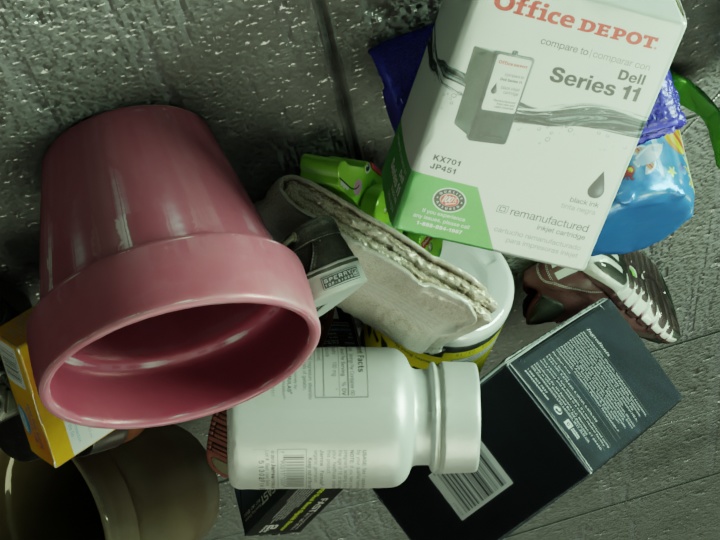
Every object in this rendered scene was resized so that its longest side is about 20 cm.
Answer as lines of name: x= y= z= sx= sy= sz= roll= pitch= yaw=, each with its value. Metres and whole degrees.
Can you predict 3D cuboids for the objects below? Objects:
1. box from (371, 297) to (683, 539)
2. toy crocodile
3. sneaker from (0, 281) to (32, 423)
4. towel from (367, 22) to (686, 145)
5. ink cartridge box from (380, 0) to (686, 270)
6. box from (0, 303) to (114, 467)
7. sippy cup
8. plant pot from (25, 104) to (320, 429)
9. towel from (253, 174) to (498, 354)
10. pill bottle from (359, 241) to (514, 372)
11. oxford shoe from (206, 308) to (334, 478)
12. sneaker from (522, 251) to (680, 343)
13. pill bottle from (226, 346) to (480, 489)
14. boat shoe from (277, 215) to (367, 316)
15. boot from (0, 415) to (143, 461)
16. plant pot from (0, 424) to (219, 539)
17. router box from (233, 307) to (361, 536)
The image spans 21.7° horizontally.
box: x=0.145 y=0.146 z=1.662 sx=0.200 sy=0.124 sz=0.197 roll=-42 pitch=172 yaw=35
toy crocodile: x=0.013 y=-0.050 z=1.490 sx=0.067 sy=0.062 sz=0.200 roll=10 pitch=164 yaw=33
sneaker: x=-0.307 y=0.052 z=1.433 sx=0.076 sy=0.114 sz=0.199 roll=-25 pitch=151 yaw=12
towel: x=0.121 y=-0.125 z=1.337 sx=0.200 sy=0.050 sz=0.148 roll=-22 pitch=117 yaw=7
ink cartridge box: x=0.113 y=-0.115 z=1.263 sx=0.146 sy=0.083 sz=0.200 roll=12 pitch=120 yaw=-11
box: x=-0.181 y=0.051 z=1.464 sx=0.200 sy=0.041 sz=0.119 roll=-34 pitch=131 yaw=-31
sippy cup: x=0.191 y=-0.087 z=1.440 sx=0.178 sy=0.130 sz=0.140 roll=-25 pitch=154 yaw=15
plant pot: x=-0.146 y=-0.008 z=1.332 sx=0.200 sy=0.179 sz=0.200 roll=-14 pitch=154 yaw=-7
towel: x=0.000 y=0.000 z=1.468 sx=0.200 sy=0.035 sz=0.133 roll=30 pitch=155 yaw=-12
pill bottle: x=0.060 y=0.055 z=1.660 sx=0.114 sy=0.114 sz=0.200 roll=-10 pitch=153 yaw=-15
oxford shoe: x=-0.071 y=0.086 z=1.603 sx=0.070 sy=0.075 sz=0.200 roll=27 pitch=106 yaw=-6
sneaker: x=0.215 y=0.027 z=1.763 sx=0.115 sy=0.076 sz=0.200 roll=-23 pitch=144 yaw=24
pill bottle: x=-0.006 y=0.118 z=1.514 sx=0.200 sy=0.114 sz=0.114 roll=0 pitch=153 yaw=-2
boat shoe: x=-0.057 y=0.009 z=1.432 sx=0.071 sy=0.064 sz=0.200 roll=-19 pitch=173 yaw=-31
boot: x=-0.210 y=0.103 z=1.650 sx=0.200 sy=0.069 sz=0.188 roll=-20 pitch=-172 yaw=-43
plant pot: x=-0.233 y=0.218 z=1.755 sx=0.173 sy=0.200 sz=0.200 roll=-16 pitch=161 yaw=-47
router box: x=-0.059 y=0.133 z=1.702 sx=0.062 sy=0.150 sz=0.200 roll=-1 pitch=150 yaw=-29
